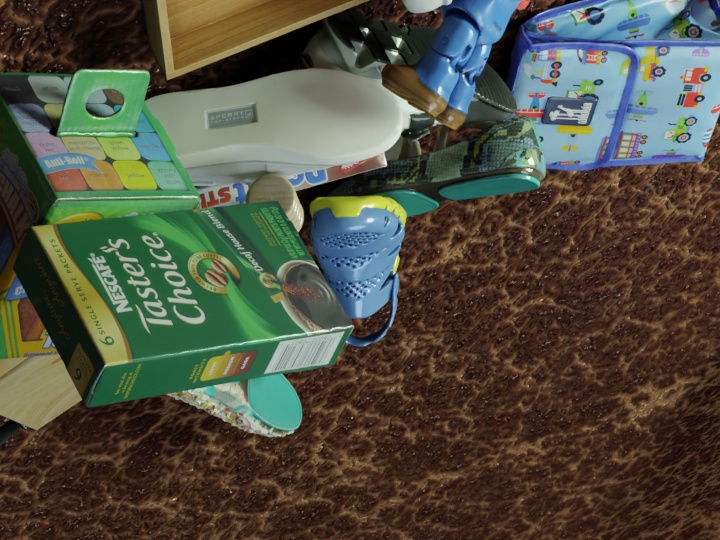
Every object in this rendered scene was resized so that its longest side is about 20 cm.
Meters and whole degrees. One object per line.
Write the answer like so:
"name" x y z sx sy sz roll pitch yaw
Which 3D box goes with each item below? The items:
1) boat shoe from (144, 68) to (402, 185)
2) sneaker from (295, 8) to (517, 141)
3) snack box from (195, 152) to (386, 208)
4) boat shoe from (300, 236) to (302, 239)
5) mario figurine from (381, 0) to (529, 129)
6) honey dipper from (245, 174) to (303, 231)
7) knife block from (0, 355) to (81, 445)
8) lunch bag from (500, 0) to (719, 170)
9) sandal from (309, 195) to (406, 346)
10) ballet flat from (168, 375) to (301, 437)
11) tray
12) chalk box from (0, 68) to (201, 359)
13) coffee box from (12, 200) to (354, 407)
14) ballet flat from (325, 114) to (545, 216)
"boat shoe" -0.068 -0.094 1.397 0.198 0.073 0.069 -10 160 0
"sneaker" 0.029 -0.136 1.468 0.199 0.074 0.089 12 129 -37
"snack box" -0.083 -0.068 1.462 0.198 0.072 0.025 -17 104 -24
"boat shoe" -0.067 0.014 1.599 0.072 0.061 0.202 -29 149 -5
"mario figurine" 0.080 -0.209 1.378 0.201 0.105 0.123 -59 -169 2
"honey dipper" -0.053 -0.023 1.465 0.038 0.038 0.200 -31 163 -3
"knife block" -0.244 0.076 1.476 0.198 0.064 0.176 -4 143 -10
"lunch bag" 0.195 -0.157 1.592 0.198 0.095 0.151 -10 146 -13
"sandal" 0.000 0.000 1.565 0.079 0.088 0.200 0 159 8
"ballet flat" -0.123 0.096 1.678 0.063 0.076 0.200 -10 154 26
"tray" -0.053 -0.209 1.320 0.198 0.037 0.099 -23 149 -15
"chalk box" -0.200 -0.052 1.321 0.124 0.124 0.201 -3 139 -41
"coffee box" -0.113 0.018 1.265 0.198 0.123 0.044 -7 142 -37
"ballet flat" 0.058 -0.084 1.557 0.198 0.075 0.074 -9 158 25
